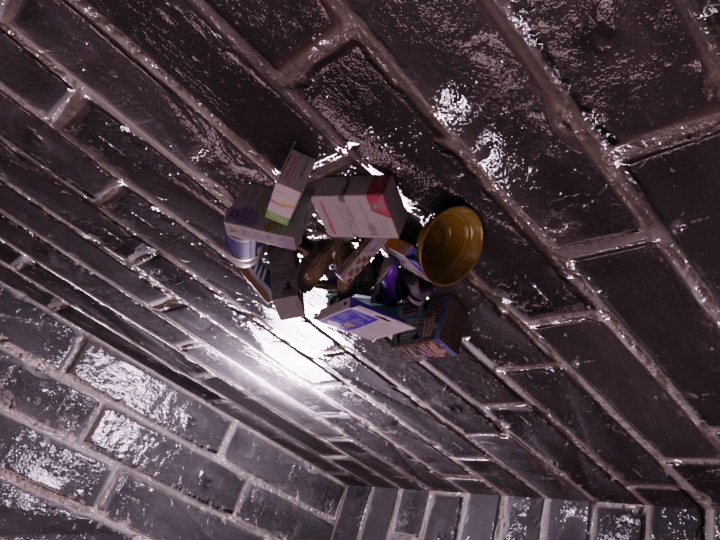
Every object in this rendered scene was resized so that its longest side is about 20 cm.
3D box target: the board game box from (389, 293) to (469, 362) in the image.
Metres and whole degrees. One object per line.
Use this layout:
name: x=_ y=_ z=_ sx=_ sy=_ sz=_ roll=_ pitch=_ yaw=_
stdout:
board game box: x=0.208 y=0.178 z=1.858 sx=0.200 sy=0.160 sz=0.097 roll=-18 pitch=132 yaw=44

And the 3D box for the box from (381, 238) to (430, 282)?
box: x=0.121 y=-0.038 z=1.601 sx=0.119 sy=0.042 sz=0.200 roll=42 pitch=173 yaw=-32

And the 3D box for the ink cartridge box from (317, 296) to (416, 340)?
ink cartridge box: x=0.019 y=0.130 z=1.659 sx=0.198 sy=0.044 sz=0.200 roll=24 pitch=152 yaw=-31

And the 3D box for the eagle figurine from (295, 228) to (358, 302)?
eagle figurine: x=-0.071 y=-0.024 z=1.666 sx=0.151 sy=0.200 sz=0.151 roll=-13 pitch=136 yaw=38

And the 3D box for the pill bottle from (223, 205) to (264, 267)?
pill bottle: x=-0.338 y=-0.097 z=1.787 sx=0.115 sy=0.116 sz=0.200 roll=20 pitch=148 yaw=1

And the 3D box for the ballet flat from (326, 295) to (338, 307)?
ballet flat: x=-0.064 y=0.115 z=1.885 sx=0.068 sy=0.068 sz=0.200 roll=10 pitch=169 yaw=25

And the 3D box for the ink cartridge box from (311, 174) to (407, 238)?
ink cartridge box: x=-0.001 y=-0.159 z=1.526 sx=0.199 sy=0.083 sz=0.147 roll=3 pitch=139 yaw=27

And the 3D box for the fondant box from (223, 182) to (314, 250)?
fondant box: x=-0.242 y=-0.146 z=1.631 sx=0.199 sy=0.145 sz=0.058 roll=13 pitch=148 yaw=12

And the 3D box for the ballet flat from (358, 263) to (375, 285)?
ballet flat: x=0.000 y=0.000 z=1.781 sx=0.070 sy=0.066 sz=0.200 roll=5 pitch=-176 yaw=-20

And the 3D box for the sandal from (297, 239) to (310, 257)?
sandal: x=-0.192 y=-0.100 z=1.763 sx=0.078 sy=0.070 sz=0.212 roll=42 pitch=-174 yaw=40

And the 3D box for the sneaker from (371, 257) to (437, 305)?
sneaker: x=0.125 y=0.011 z=1.763 sx=0.200 sy=0.074 sz=0.088 roll=38 pitch=113 yaw=-16

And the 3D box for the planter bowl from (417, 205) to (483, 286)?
planter bowl: x=0.201 y=-0.069 z=1.503 sx=0.200 sy=0.200 sz=0.083 roll=47 pitch=169 yaw=-37

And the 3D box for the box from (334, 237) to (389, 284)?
box: x=0.015 y=-0.052 z=1.592 sx=0.039 sy=0.200 sz=0.041 roll=42 pitch=179 yaw=-30

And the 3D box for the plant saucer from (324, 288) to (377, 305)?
plant saucer: x=-0.011 y=0.081 z=1.906 sx=0.199 sy=0.028 sz=0.200 roll=6 pitch=168 yaw=1

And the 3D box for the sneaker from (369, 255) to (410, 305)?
sneaker: x=0.094 y=0.034 z=1.683 sx=0.099 sy=0.070 sz=0.200 roll=18 pitch=145 yaw=-2

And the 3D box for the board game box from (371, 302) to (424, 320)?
board game box: x=0.066 y=0.129 z=1.827 sx=0.200 sy=0.047 sz=0.151 roll=-9 pitch=179 yaw=34

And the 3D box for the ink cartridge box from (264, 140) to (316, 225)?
ink cartridge box: x=-0.170 y=-0.213 z=1.512 sx=0.067 sy=0.117 sz=0.200 roll=23 pitch=149 yaw=-7

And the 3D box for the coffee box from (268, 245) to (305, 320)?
coffee box: x=-0.219 y=0.031 z=1.826 sx=0.079 sy=0.200 sz=0.115 roll=-10 pitch=143 yaw=0

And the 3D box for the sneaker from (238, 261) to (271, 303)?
sneaker: x=-0.313 y=0.001 z=1.984 sx=0.200 sy=0.108 sz=0.070 roll=51 pitch=151 yaw=7

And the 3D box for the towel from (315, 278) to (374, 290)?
towel: x=-0.063 y=0.039 z=1.806 sx=0.200 sy=0.023 sz=0.143 roll=-2 pitch=-174 yaw=-40
